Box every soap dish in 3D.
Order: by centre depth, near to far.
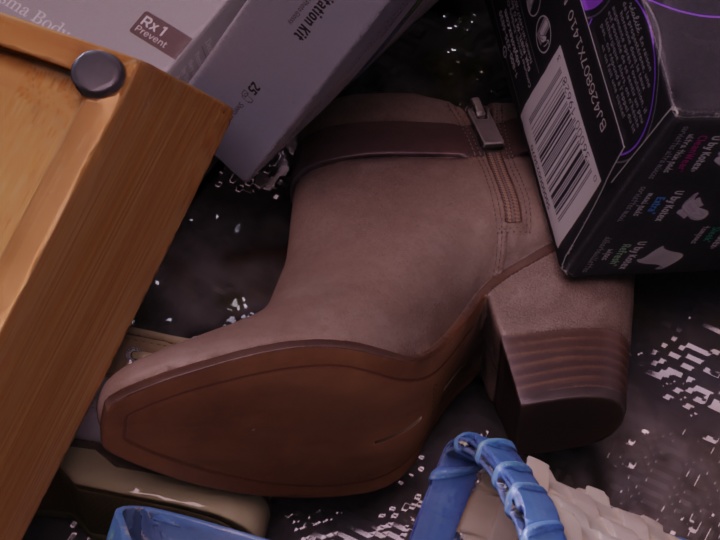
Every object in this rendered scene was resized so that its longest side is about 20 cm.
[{"bbox_3d":[-0.153,-0.001,0.869,0.157,0.081,0.200,20,69,15],"label":"soap dish"}]

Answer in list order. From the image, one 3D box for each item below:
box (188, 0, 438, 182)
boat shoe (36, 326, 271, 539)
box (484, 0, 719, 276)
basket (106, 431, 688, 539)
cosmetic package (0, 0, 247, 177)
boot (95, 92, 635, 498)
[{"bbox_3d":[0.033,-0.132,0.941,0.041,0.156,0.200,43,52,0],"label":"box"},{"bbox_3d":[-0.122,0.042,0.943,0.200,0.075,0.068,16,63,-1],"label":"boat shoe"},{"bbox_3d":[0.161,-0.077,0.933,0.200,0.106,0.122,-2,61,-20],"label":"box"},{"bbox_3d":[0.021,0.121,0.820,0.200,0.176,0.139,20,98,-8],"label":"basket"},{"bbox_3d":[-0.073,-0.111,1.006,0.107,0.090,0.200,29,71,19],"label":"cosmetic package"},{"bbox_3d":[0.000,0.000,0.937,0.200,0.070,0.146,1,46,-18],"label":"boot"}]
